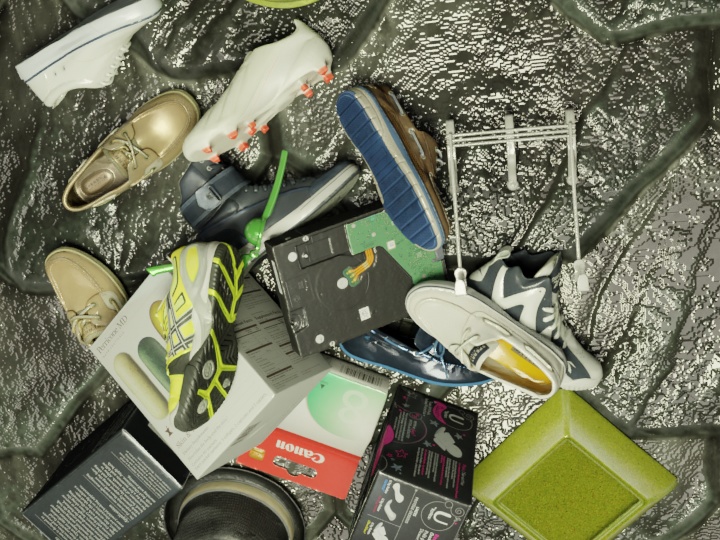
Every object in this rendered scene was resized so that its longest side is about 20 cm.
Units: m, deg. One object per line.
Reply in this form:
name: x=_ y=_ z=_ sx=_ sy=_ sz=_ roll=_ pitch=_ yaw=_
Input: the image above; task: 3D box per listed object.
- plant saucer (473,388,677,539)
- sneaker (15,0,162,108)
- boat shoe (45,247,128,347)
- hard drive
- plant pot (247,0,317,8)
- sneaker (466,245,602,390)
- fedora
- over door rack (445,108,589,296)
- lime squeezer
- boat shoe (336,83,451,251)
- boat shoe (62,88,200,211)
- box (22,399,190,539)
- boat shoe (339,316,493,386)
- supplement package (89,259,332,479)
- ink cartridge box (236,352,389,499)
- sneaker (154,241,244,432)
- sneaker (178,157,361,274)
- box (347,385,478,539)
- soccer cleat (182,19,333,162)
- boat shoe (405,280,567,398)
plant saucer: x=0.262 y=0.279 z=1.275 sx=0.200 sy=0.048 sz=0.200 roll=39 pitch=112 yaw=-8
sneaker: x=-0.295 y=-0.248 z=1.144 sx=0.199 sy=0.073 sz=0.071 roll=-21 pitch=116 yaw=25
boat shoe: x=-0.324 y=0.061 z=1.259 sx=0.072 sy=0.065 sz=0.200 roll=-29 pitch=105 yaw=18
hard drive: x=0.000 y=0.000 z=1.156 sx=0.199 sy=0.038 sz=0.140 roll=-21 pitch=112 yaw=-18
plant pot: x=-0.101 y=-0.350 z=1.005 sx=0.200 sy=0.184 sz=0.201 roll=3 pitch=113 yaw=7
sneaker: x=0.218 y=0.045 z=1.170 sx=0.199 sy=0.079 sz=0.130 roll=36 pitch=121 yaw=5
fedora: x=-0.176 y=0.359 z=1.348 sx=0.200 sy=0.092 sz=0.201 roll=3 pitch=111 yaw=7
over door rack: x=0.170 y=-0.072 z=1.123 sx=0.147 sy=0.067 sz=0.201 roll=-4 pitch=86 yaw=10
lime squeezer: x=-0.134 y=-0.041 z=1.110 sx=0.200 sy=0.038 sz=0.071 roll=-42 pitch=81 yaw=-2
boat shoe: x=0.053 y=-0.120 z=1.112 sx=0.072 sy=0.072 sz=0.200 roll=-29 pitch=89 yaw=58
boat shoe: x=-0.269 y=-0.135 z=1.181 sx=0.200 sy=0.065 sz=0.072 roll=-34 pitch=103 yaw=19
box: x=-0.306 y=0.255 z=1.297 sx=0.200 sy=0.149 sz=0.107 roll=-39 pitch=101 yaw=21
boat shoe: x=0.072 y=0.088 z=1.206 sx=0.199 sy=0.084 sz=0.069 roll=8 pitch=126 yaw=3
supplement package: x=-0.173 y=0.103 z=1.183 sx=0.200 sy=0.151 sz=0.152 roll=47 pitch=112 yaw=12
ink cartridge box: x=-0.067 y=0.201 z=1.295 sx=0.160 sy=0.050 sz=0.201 roll=19 pitch=111 yaw=1
sneaker: x=-0.175 y=0.068 z=1.065 sx=0.076 sy=0.075 sz=0.201 roll=7 pitch=83 yaw=25
sneaker: x=-0.113 y=-0.101 z=1.165 sx=0.202 sy=0.077 sz=0.146 roll=-35 pitch=84 yaw=-1
box: x=0.066 y=0.255 z=1.212 sx=0.114 sy=0.200 sz=0.133 roll=20 pitch=114 yaw=1
soccer cleat: x=-0.121 y=-0.196 z=1.121 sx=0.200 sy=0.069 sz=0.078 roll=-37 pitch=79 yaw=-1
boat shoe: x=0.136 y=0.080 z=1.131 sx=0.200 sy=0.070 sz=0.071 roll=32 pitch=118 yaw=5
